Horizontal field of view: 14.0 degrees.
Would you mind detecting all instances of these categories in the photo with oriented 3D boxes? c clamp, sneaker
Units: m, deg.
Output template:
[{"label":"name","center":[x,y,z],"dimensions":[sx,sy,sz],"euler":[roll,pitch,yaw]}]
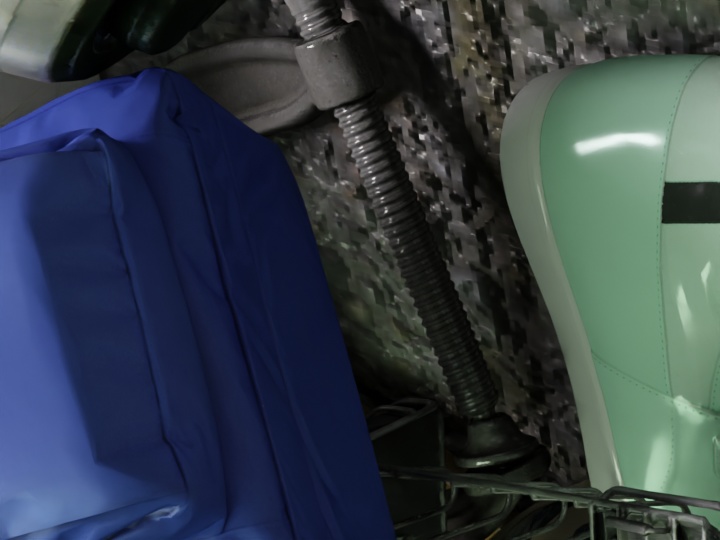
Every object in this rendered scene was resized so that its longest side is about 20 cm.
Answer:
[{"label":"c clamp","center":[0.000,0.000,0.869],"dimensions":[0.171,0.027,0.200],"euler":[-5,109,45]},{"label":"sneaker","center":[0.119,0.035,0.774],"dimensions":[0.118,0.074,0.201],"euler":[-6,114,48]}]

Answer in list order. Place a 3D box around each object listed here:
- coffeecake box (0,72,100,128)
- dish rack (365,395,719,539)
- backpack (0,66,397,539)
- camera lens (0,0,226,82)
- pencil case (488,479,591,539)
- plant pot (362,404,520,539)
[{"label":"coffeecake box","center":[-0.156,-0.049,0.888],"dimensions":[0.073,0.154,0.200],"euler":[14,132,33]},{"label":"dish rack","center":[0.048,0.119,0.782],"dimensions":[0.200,0.054,0.154],"euler":[4,100,53]},{"label":"backpack","center":[-0.114,0.044,0.754],"dimensions":[0.200,0.168,0.163],"euler":[-19,70,14]},{"label":"camera lens","center":[-0.088,-0.159,0.724],"dimensions":[0.200,0.160,0.160],"euler":[44,142,2]},{"label":"pencil case","center":[0.098,0.152,0.894],"dimensions":[0.078,0.089,0.200],"euler":[-3,121,41]},{"label":"plant pot","center":[0.005,0.115,0.995],"dimensions":[0.200,0.027,0.200],"euler":[24,138,24]}]
